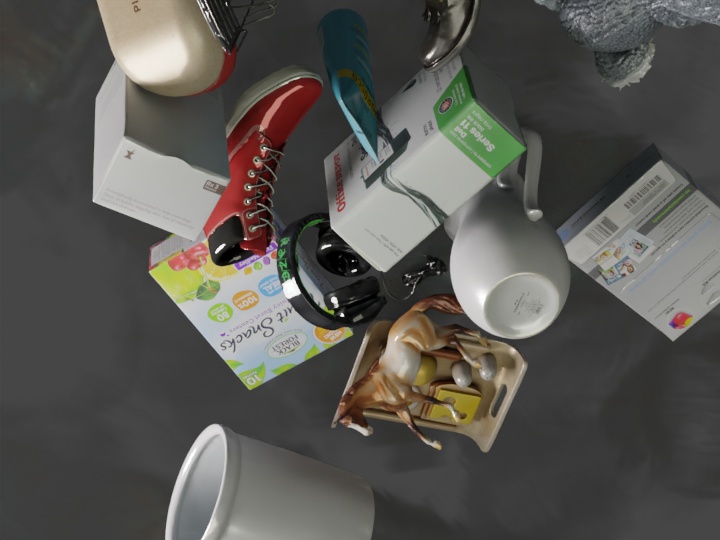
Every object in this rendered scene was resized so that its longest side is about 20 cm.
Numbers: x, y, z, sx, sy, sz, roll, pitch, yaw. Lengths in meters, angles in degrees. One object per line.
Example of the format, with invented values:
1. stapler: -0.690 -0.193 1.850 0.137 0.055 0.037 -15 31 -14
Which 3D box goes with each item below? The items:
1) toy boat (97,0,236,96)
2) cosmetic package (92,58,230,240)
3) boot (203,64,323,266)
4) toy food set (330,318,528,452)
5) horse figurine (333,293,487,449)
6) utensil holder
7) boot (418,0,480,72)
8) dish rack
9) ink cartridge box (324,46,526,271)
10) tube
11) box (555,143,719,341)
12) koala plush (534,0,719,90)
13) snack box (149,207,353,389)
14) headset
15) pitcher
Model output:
1. toy boat: -0.168 -0.265 1.425 0.130 0.130 0.201 -11 96 40
2. cosmetic package: -0.193 -0.129 1.463 0.112 0.200 0.081 23 120 -20
3. boot: -0.093 -0.099 1.523 0.200 0.145 0.072 -43 145 25
4. toy food set: 0.079 0.142 1.767 0.199 0.061 0.144 12 122 -13
5. horse figurine: 0.065 0.105 1.688 0.132 0.050 0.201 26 85 -10
6. utensil holder: -0.105 0.290 1.787 0.199 0.170 0.170 20 121 -21
7. boot: 0.043 -0.305 1.459 0.173 0.069 0.201 19 117 -12
8. dish rack: -0.109 -0.297 1.362 0.054 0.200 0.154 -10 126 21
9. ink cartridge box: 0.060 -0.116 1.533 0.083 0.147 0.200 38 112 -26
10. tube: -0.010 -0.183 1.446 0.050 0.200 0.078 -29 125 15
11. box: 0.338 -0.028 1.690 0.200 0.041 0.156 35 115 -25
12. koala plush: 0.271 -0.276 1.444 0.200 0.184 0.177 -30 123 28
13. snack box: -0.118 0.023 1.667 0.142 0.053 0.200 -28 123 14
14. headset: 0.000 0.000 1.628 0.094 0.124 0.199 -22 160 40
15. pitcher: 0.157 -0.040 1.565 0.121 0.200 0.172 12 122 -14
